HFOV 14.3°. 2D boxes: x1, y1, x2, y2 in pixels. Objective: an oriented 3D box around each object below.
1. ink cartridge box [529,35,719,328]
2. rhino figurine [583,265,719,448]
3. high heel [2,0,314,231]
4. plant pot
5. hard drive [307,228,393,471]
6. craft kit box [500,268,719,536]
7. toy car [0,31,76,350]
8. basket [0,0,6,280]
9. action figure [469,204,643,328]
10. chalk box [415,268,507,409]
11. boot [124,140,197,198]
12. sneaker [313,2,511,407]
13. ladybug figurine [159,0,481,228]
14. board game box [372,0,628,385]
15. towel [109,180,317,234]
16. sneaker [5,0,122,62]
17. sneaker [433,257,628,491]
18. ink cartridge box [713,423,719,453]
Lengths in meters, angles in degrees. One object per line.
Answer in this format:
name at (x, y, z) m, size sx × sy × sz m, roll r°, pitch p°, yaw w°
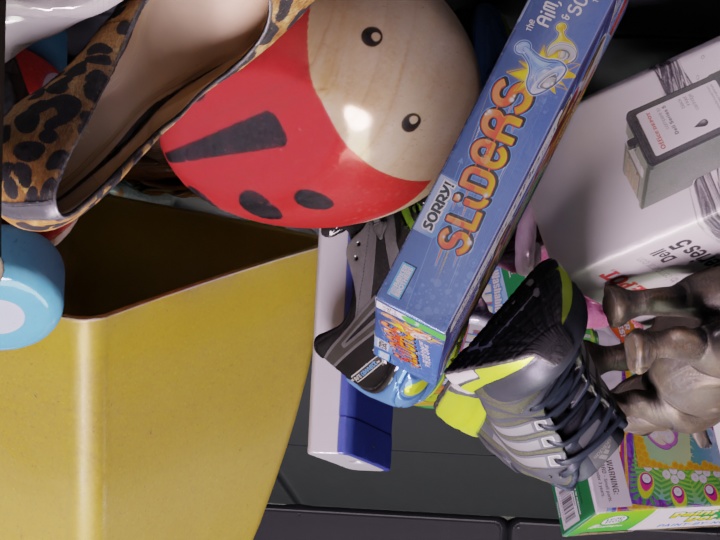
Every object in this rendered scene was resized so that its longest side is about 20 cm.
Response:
ink cartridge box at (0.193, -0.052, 1.357) m, size 0.199 × 0.085 × 0.145 m, roll -24°, pitch 158°, yaw 21°
rhino figurine at (0.153, 0.050, 1.390) m, size 0.087 × 0.060 × 0.200 m, roll -8°, pitch 161°, yaw -8°
high heel at (-0.072, -0.085, 1.210) m, size 0.199 × 0.072 × 0.143 m, roll -28°, pitch -150°, yaw -1°
plant pot at (-0.149, 0.072, 1.503) m, size 0.199 × 0.178 × 0.200 m, roll 11°, pitch -161°, yaw 35°
hard drive at (0.000, 0.000, 1.506) m, size 0.025 × 0.202 × 0.132 m, roll 2°, pitch 173°, yaw 10°
craft kit box at (0.186, 0.049, 1.639) m, size 0.196 × 0.201 × 0.049 m, roll 0°, pitch 156°, yaw -30°
toy car at (-0.200, -0.098, 1.321) m, size 0.176 × 0.185 × 0.201 m, roll 6°, pitch 140°, yaw -12°
basket at (-0.198, -0.098, 1.103) m, size 0.135 × 0.201 × 0.180 m, roll 13°, pitch 163°, yaw -29°
action figure at (0.115, -0.027, 1.519) m, size 0.200 × 0.135 × 0.148 m, roll 32°, pitch 166°, yaw -38°
chalk box at (0.095, 0.014, 1.759) m, size 0.199 × 0.125 × 0.125 m, roll -5°, pitch 166°, yaw 37°
boot at (-0.135, -0.075, 1.570) m, size 0.199 × 0.077 × 0.155 m, roll -9°, pitch 168°, yaw 23°
sneaker at (0.025, -0.035, 1.392) m, size 0.082 × 0.201 × 0.071 m, roll 21°, pitch -167°, yaw 18°
ladybug figurine at (-0.030, -0.077, 1.334) m, size 0.072 × 0.136 × 0.199 m, roll -37°, pitch -168°, yaw -39°
board game box at (0.065, -0.055, 1.255) m, size 0.034 × 0.201 × 0.135 m, roll 26°, pitch 169°, yaw 5°
towel at (-0.148, -0.033, 1.803) m, size 0.171 × 0.049 × 0.199 m, roll -8°, pitch 163°, yaw 43°
sneaker at (-0.158, -0.116, 1.220) m, size 0.199 × 0.076 × 0.089 m, roll -25°, pitch 166°, yaw 1°
sneaker at (0.087, 0.053, 1.307) m, size 0.081 × 0.074 × 0.200 m, roll 41°, pitch 172°, yaw 7°
ink cartridge box at (0.279, 0.037, 1.537) m, size 0.197 × 0.201 × 0.043 m, roll -20°, pitch -150°, yaw -5°
